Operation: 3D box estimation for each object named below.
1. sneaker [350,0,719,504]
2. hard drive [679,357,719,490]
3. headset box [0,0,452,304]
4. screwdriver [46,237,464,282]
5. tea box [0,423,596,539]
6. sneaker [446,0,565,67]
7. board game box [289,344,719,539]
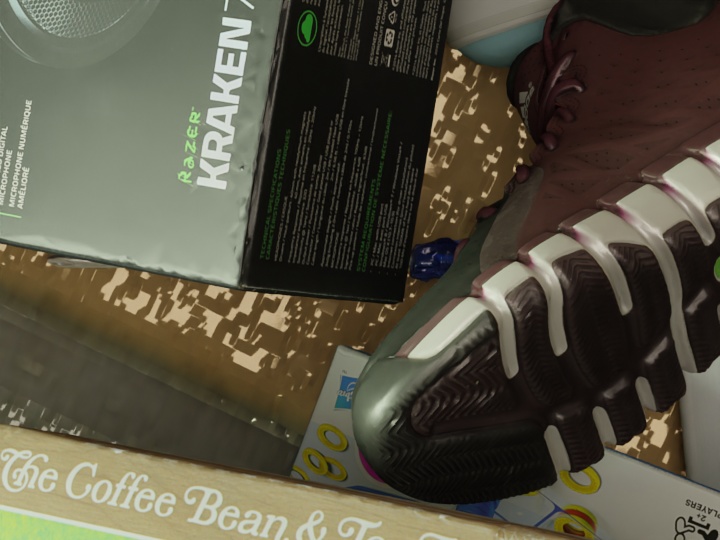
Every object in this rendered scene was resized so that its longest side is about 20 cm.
[{"bbox_3d":[0.059,-0.017,0.837,0.199,0.115,0.076,-31,134,-20],"label":"sneaker"},{"bbox_3d":[0.151,0.075,0.893,0.027,0.132,0.202,-7,92,-35],"label":"hard drive"},{"bbox_3d":[-0.078,-0.093,0.843,0.199,0.093,0.176,12,92,31],"label":"headset box"},{"bbox_3d":[0.000,0.000,0.925,0.198,0.028,0.029,-4,63,-7],"label":"screwdriver"},{"bbox_3d":[-0.014,0.159,0.787,0.199,0.133,0.198,7,81,32],"label":"tea box"},{"bbox_3d":[0.124,-0.067,0.914,0.198,0.074,0.083,-4,87,-5],"label":"sneaker"},{"bbox_3d":[0.049,0.148,0.866,0.199,0.056,0.197,20,88,31],"label":"board game box"}]
